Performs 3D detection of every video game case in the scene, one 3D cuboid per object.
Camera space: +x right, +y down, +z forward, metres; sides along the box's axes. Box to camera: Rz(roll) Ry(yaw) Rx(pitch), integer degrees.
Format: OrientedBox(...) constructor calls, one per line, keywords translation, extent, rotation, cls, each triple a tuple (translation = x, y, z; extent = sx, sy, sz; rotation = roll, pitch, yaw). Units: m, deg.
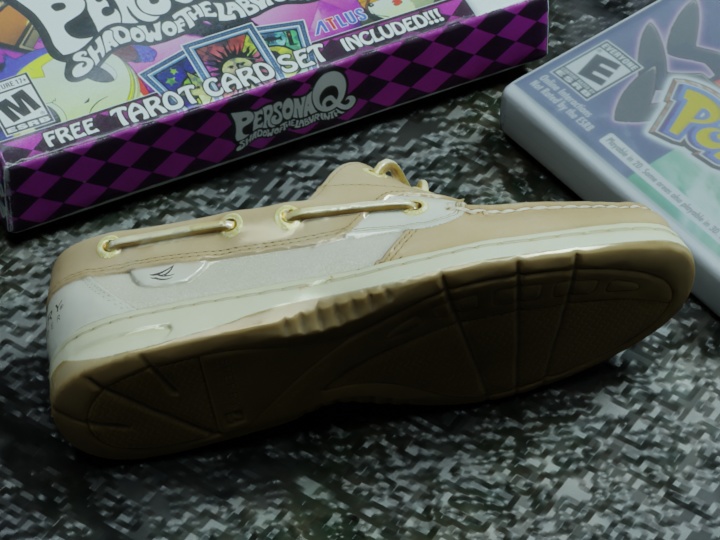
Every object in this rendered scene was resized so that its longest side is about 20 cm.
OrientedBox(translation=(0.177, -0.038, 0.984), extent=(0.182, 0.023, 0.200), rotation=(-30, 54, -26), cls="video game case")
OrientedBox(translation=(-0.062, -0.110, 1.038), extent=(0.199, 0.036, 0.182), rotation=(-19, 49, -17), cls="video game case")

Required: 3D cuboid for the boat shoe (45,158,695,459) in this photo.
OrientedBox(translation=(0.000, 0.000, 0.911), extent=(0.199, 0.074, 0.069), rotation=(-9, 53, -9), cls="boat shoe")
